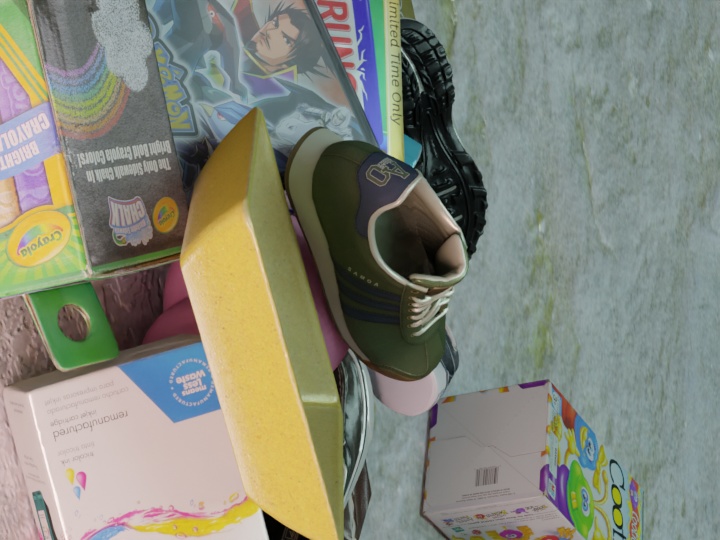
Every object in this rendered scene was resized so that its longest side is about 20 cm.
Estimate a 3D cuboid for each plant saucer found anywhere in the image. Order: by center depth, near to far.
[{"bbox_3d":[-0.055,0.031,1.244,0.200,0.048,0.200,-92,167,-71],"label":"plant saucer"}]

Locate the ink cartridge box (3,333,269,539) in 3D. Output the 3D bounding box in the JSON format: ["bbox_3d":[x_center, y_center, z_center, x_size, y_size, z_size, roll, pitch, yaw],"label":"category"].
[{"bbox_3d":[-0.117,0.146,1.270,0.116,0.067,0.200,-16,96,-21],"label":"ink cartridge box"}]

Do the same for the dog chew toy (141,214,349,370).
[{"bbox_3d":[-0.080,0.056,1.391,0.125,0.124,0.200,61,39,-33],"label":"dog chew toy"}]

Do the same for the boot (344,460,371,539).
[{"bbox_3d":[-0.009,0.091,1.574,0.186,0.064,0.200,0,77,-50],"label":"boot"}]

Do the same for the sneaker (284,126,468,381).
[{"bbox_3d":[0.027,0.003,1.353,0.067,0.090,0.200,-50,136,-26],"label":"sneaker"}]

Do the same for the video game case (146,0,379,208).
[{"bbox_3d":[-0.102,-0.132,1.337,0.181,0.025,0.200,-23,87,-32],"label":"video game case"}]

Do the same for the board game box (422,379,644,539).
[{"bbox_3d":[0.142,0.184,1.798,0.200,0.105,0.103,48,39,-47],"label":"board game box"}]

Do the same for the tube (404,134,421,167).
[{"bbox_3d":[-0.055,-0.113,1.495,0.200,0.050,0.077,32,36,-9],"label":"tube"}]

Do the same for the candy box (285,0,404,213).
[{"bbox_3d":[-0.075,-0.131,1.413,0.200,0.077,0.169,7,70,-28],"label":"candy box"}]

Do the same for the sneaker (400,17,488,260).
[{"bbox_3d":[0.035,-0.084,1.581,0.079,0.074,0.200,-149,-134,-63],"label":"sneaker"}]

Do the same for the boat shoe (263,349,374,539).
[{"bbox_3d":[-0.037,0.131,1.451,0.064,0.071,0.200,68,31,-71],"label":"boat shoe"}]

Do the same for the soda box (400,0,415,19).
[{"bbox_3d":[0.002,-0.174,1.696,0.064,0.068,0.200,-13,92,-64],"label":"soda box"}]

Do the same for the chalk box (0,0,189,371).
[{"bbox_3d":[-0.177,-0.045,1.225,0.124,0.124,0.200,-14,94,-65],"label":"chalk box"}]

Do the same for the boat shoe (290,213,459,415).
[{"bbox_3d":[0.000,0.000,1.510,0.200,0.072,0.068,53,37,-8],"label":"boat shoe"}]
